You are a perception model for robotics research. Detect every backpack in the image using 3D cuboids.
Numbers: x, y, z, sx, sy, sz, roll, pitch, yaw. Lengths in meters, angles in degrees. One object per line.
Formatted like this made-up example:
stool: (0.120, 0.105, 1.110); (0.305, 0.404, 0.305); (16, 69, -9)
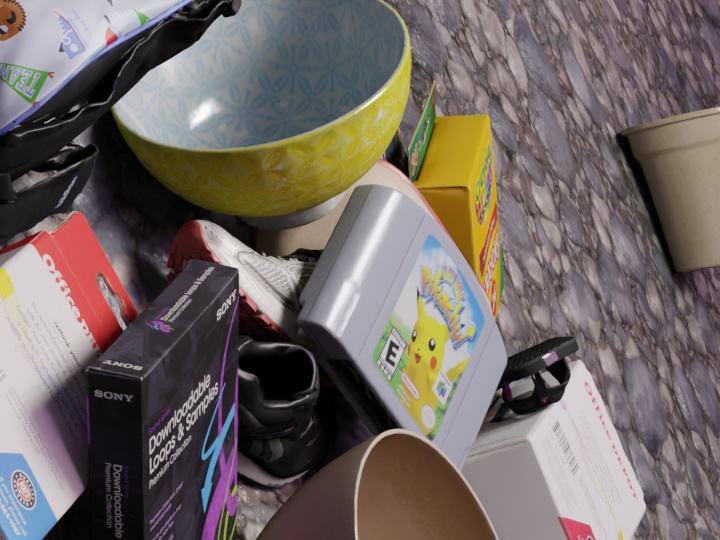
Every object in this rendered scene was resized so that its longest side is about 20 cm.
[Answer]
backpack: (-0.186, -0.110, 0.944); (0.154, 0.200, 0.191); (42, 38, -6)

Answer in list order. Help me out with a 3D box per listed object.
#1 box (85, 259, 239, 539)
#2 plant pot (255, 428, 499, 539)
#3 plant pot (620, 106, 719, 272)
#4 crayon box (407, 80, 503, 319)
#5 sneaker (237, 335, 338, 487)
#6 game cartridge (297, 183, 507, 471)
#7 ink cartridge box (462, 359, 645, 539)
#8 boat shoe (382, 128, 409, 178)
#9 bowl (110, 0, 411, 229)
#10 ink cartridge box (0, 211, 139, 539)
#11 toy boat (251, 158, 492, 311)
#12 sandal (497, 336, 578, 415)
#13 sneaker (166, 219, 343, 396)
box: (-0.102, 0.113, 0.983); (0.143, 0.036, 0.202); (-55, 149, -62)
plant pot: (-0.003, 0.212, 1.094); (0.200, 0.134, 0.202); (45, 32, -39)
plant pot: (0.430, -0.099, 2.217); (0.200, 0.199, 0.185); (-11, 90, -65)
crayon box: (0.079, -0.037, 1.486); (0.127, 0.050, 0.202); (-70, 156, -56)
sneaker: (-0.051, 0.086, 1.160); (0.200, 0.087, 0.076); (18, 53, -60)
game cartridge: (0.034, 0.044, 1.223); (0.200, 0.040, 0.134); (55, 46, -40)
ink cartridge box: (0.155, 0.180, 1.507); (0.149, 0.085, 0.200); (66, 22, -6)
boat shoe: (0.000, -0.110, 1.450); (0.091, 0.070, 0.202); (1, 84, -69)
bowl: (-0.057, -0.093, 1.215); (0.201, 0.198, 0.108); (-81, 162, -50)
ink cartridge box: (-0.181, 0.060, 0.940); (0.117, 0.067, 0.200); (63, 24, -12)
toy boat: (0.000, 0.000, 1.337); (0.201, 0.130, 0.131); (55, -3, -26)
sandal: (0.139, 0.088, 1.485); (0.200, 0.075, 0.048); (112, -46, -84)
sneaker: (-0.050, 0.014, 1.204); (0.200, 0.077, 0.083); (36, 68, -45)
